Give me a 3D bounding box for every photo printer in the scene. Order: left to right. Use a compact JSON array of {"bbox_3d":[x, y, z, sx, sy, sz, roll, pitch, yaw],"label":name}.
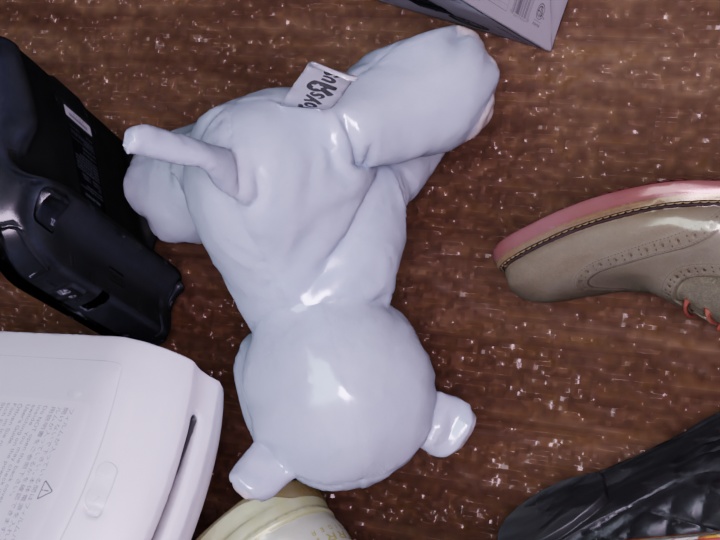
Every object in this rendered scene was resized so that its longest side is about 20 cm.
[{"bbox_3d":[-0.151,0.106,0.826,0.199,0.069,0.167,-1,59,43],"label":"photo printer"}]

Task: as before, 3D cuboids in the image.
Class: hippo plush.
[{"bbox_3d":[0.000,0.000,0.769,0.158,0.200,0.162,-20,93,-8],"label":"hippo plush"}]

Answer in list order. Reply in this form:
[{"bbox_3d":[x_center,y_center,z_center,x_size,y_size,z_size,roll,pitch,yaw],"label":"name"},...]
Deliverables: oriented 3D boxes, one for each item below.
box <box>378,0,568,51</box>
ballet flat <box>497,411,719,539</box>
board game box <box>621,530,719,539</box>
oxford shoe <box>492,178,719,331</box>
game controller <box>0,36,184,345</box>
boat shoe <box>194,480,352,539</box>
[{"bbox_3d":[-0.015,-0.158,0.812,0.199,0.116,0.061,20,92,30],"label":"box"},{"bbox_3d":[0.146,0.090,0.734,0.199,0.067,0.057,-23,113,24],"label":"ballet flat"},{"bbox_3d":[0.093,0.171,0.666,0.198,0.046,0.153,-5,82,4],"label":"board game box"},{"bbox_3d":[0.144,0.002,0.731,0.198,0.070,0.076,-8,84,28],"label":"oxford shoe"},{"bbox_3d":[-0.123,-0.029,0.808,0.042,0.200,0.105,-23,74,5],"label":"game controller"},{"bbox_3d":[-0.078,0.178,0.824,0.201,0.073,0.063,-43,61,8],"label":"boat shoe"}]
